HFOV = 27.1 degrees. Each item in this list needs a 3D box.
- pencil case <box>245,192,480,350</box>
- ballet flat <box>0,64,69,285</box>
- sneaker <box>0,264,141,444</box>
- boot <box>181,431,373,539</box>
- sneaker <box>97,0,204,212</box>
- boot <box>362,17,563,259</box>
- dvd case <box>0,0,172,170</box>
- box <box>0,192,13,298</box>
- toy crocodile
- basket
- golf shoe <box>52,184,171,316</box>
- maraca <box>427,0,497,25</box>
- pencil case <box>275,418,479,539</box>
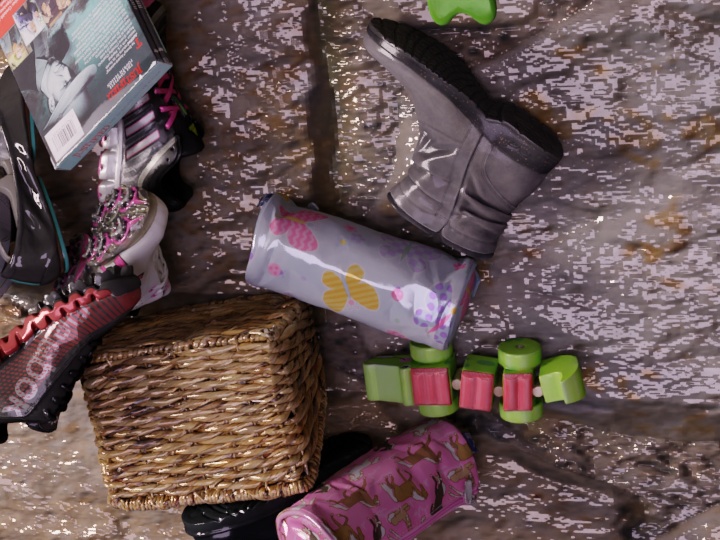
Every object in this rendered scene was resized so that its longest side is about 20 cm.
[{"bbox_3d":[0.000,0.000,1.272,0.198,0.091,0.084,20,117,7],"label":"pencil case"},{"bbox_3d":[-0.304,-0.085,1.291,0.068,0.068,0.202,-10,77,-21],"label":"ballet flat"},{"bbox_3d":[-0.253,0.075,1.226,0.199,0.071,0.099,-33,91,4],"label":"sneaker"},{"bbox_3d":[-0.053,0.256,1.334,0.076,0.199,0.170,9,115,54],"label":"boot"},{"bbox_3d":[-0.172,-0.135,1.280,0.086,0.074,0.202,14,116,10],"label":"sneaker"},{"bbox_3d":[0.057,-0.104,1.236,0.199,0.070,0.132,40,118,3],"label":"boot"},{"bbox_3d":[-0.244,-0.207,1.243,0.146,0.022,0.201,-40,66,29],"label":"dvd case"},{"bbox_3d":[-0.396,-0.037,1.295,0.200,0.177,0.096,43,119,-14],"label":"box"},{"bbox_3d":[0.098,0.097,1.296,0.197,0.062,0.068,2,109,14],"label":"toy crocodile"},{"bbox_3d":[-0.130,0.112,1.312,0.197,0.143,0.151,-9,103,14],"label":"basket"},{"bbox_3d":[-0.199,-0.014,1.298,0.091,0.073,0.200,20,153,-21],"label":"golf shoe"},{"bbox_3d":[0.051,-0.282,1.152,0.200,0.107,0.137,47,120,-5],"label":"maraca"},{"bbox_3d":[0.018,0.201,1.275,0.086,0.199,0.084,-8,104,48],"label":"pencil case"}]
